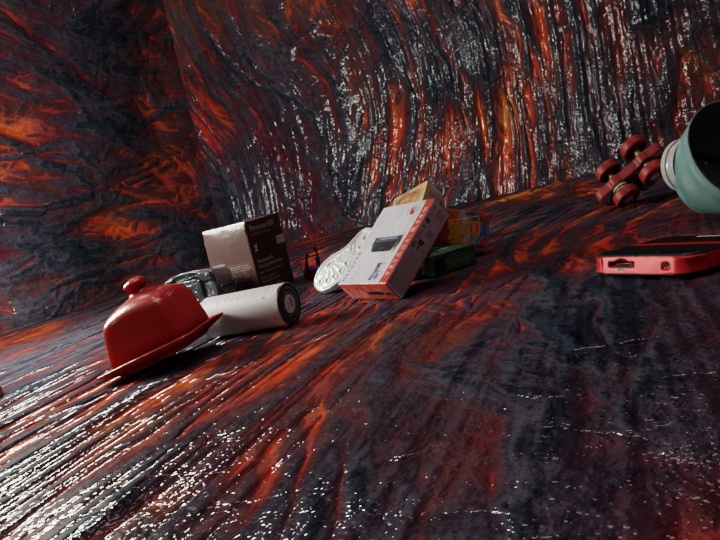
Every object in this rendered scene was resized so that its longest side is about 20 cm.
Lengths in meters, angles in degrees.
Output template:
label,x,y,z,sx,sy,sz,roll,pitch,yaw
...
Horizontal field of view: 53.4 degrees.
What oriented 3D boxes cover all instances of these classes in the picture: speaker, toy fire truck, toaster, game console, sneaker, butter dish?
label,x,y,z,sx,sy,sz,roll,pitch,yaw
speaker,-0.215,0.077,1.375,0.195,0.084,0.081,-11,7,28
toy fire truck,0.697,-0.234,1.808,0.165,0.114,0.200,14,-50,-46
toaster,-0.416,0.057,1.859,0.195,0.117,0.129,-14,2,22
game console,0.455,-0.024,1.023,0.172,0.032,0.199,-12,6,-23
sneaker,0.000,0.000,1.675,0.200,0.081,0.146,-43,-38,9
butter dish,-0.375,0.083,1.279,0.196,0.151,0.199,-25,4,12

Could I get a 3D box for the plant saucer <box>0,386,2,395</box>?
label,x,y,z,sx,sy,sz,roll,pitch,yaw
plant saucer,-0.793,0.255,1.371,0.194,0.033,0.200,-15,7,2

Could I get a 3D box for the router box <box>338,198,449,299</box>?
label,x,y,z,sx,sy,sz,roll,pitch,yaw
router box,0.063,-0.039,1.406,0.178,0.049,0.203,-5,50,58

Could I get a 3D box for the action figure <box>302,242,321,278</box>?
label,x,y,z,sx,sy,sz,roll,pitch,yaw
action figure,-0.113,-0.028,1.986,0.064,0.102,0.198,-16,4,-34

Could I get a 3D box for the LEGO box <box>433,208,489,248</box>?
label,x,y,z,sx,sy,sz,roll,pitch,yaw
LEGO box,0.196,-0.094,1.681,0.144,0.080,0.200,4,-2,-13

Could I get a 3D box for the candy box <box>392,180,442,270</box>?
label,x,y,z,sx,sy,sz,roll,pitch,yaw
candy box,0.102,-0.081,1.530,0.114,0.055,0.204,-26,38,49

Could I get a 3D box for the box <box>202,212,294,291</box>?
label,x,y,z,sx,sy,sz,roll,pitch,yaw
box,-0.310,-0.035,1.988,0.160,0.206,0.165,-9,8,31

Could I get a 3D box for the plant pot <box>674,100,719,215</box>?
label,x,y,z,sx,sy,sz,roll,pitch,yaw
plant pot,0.654,-0.183,1.296,0.195,0.205,0.135,-15,-20,-10

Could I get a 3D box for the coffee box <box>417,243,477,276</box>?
label,x,y,z,sx,sy,sz,roll,pitch,yaw
coffee box,0.151,-0.022,1.567,0.120,0.045,0.198,-17,7,-28

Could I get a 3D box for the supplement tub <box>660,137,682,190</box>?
label,x,y,z,sx,sy,sz,roll,pitch,yaw
supplement tub,0.789,-0.245,1.613,0.136,0.145,0.200,-15,6,-11
